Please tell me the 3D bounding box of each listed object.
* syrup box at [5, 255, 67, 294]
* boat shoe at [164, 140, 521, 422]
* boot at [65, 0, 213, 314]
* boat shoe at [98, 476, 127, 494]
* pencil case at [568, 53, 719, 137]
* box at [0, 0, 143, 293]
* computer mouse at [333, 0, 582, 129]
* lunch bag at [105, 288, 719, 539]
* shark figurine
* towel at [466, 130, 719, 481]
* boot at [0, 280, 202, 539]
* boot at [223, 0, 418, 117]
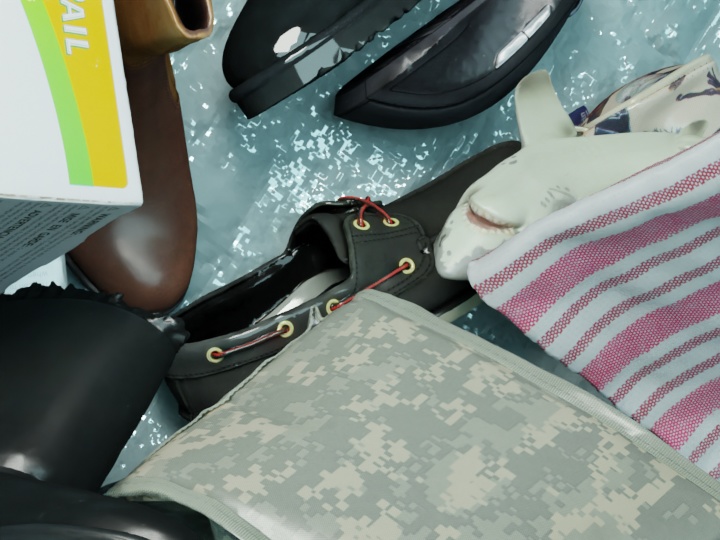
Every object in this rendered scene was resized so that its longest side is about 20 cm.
[{"bbox_3d":[-0.174,-0.064,1.037,0.081,0.079,0.200,-4,85,-20],"label":"syrup box"},{"bbox_3d":[0.001,0.000,1.091,0.201,0.074,0.063,-35,114,-16],"label":"boat shoe"},{"bbox_3d":[-0.082,-0.081,1.007,0.068,0.200,0.189,-5,85,-20],"label":"boot"},{"bbox_3d":[-0.109,0.120,1.009,0.200,0.068,0.072,-25,136,-49],"label":"boat shoe"},{"bbox_3d":[0.158,0.008,1.147,0.089,0.078,0.200,-24,91,-9],"label":"pencil case"},{"bbox_3d":[-0.162,-0.102,0.917,0.101,0.112,0.200,3,69,-39],"label":"box"},{"bbox_3d":[0.086,-0.118,1.104,0.200,0.140,0.046,-38,99,-19],"label":"computer mouse"},{"bbox_3d":[0.018,0.109,0.975,0.200,0.118,0.164,36,48,18],"label":"lunch bag"},{"bbox_3d":[0.134,-0.017,1.083,0.214,0.090,0.128,3,38,-4],"label":"shark figurine"},{"bbox_3d":[0.158,0.022,1.019,0.200,0.146,0.030,39,34,-37],"label":"towel"},{"bbox_3d":[-0.107,0.073,0.901,0.073,0.198,0.163,60,38,-29],"label":"boot"},{"bbox_3d":[-0.025,-0.182,1.101,0.198,0.073,0.163,-42,101,-26],"label":"boot"}]
